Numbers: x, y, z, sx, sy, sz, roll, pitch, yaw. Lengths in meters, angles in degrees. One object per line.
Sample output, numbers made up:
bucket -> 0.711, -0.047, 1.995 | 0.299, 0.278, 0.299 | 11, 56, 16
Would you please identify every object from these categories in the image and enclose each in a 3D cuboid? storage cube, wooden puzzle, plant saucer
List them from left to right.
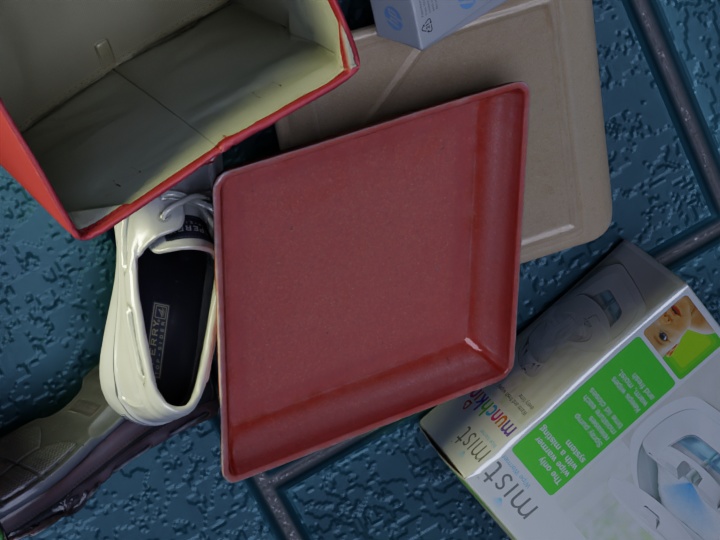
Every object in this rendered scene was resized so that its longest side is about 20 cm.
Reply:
storage cube -> -0.134, -0.152, 1.035 | 0.170, 0.180, 0.201 | -33, 117, -12
plant saucer -> 0.000, 0.000, 1.151 | 0.199, 0.037, 0.201 | -19, 127, -27
wooden puzzle -> 0.049, -0.072, 1.191 | 0.199, 0.037, 0.186 | -21, 127, -13

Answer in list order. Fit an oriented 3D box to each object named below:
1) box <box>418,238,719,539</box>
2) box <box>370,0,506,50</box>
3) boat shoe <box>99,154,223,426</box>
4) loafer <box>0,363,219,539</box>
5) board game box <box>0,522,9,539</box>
box -> 0.167, 0.118, 1.271 | 0.176, 0.097, 0.200 | -41, 114, -2
box -> 0.078, -0.230, 1.107 | 0.200, 0.041, 0.157 | -34, 127, -29
boat shoe -> -0.099, -0.016, 1.136 | 0.073, 0.065, 0.201 | 2, 84, -29
loafer -> -0.158, 0.110, 1.169 | 0.200, 0.072, 0.063 | -39, 120, -23
board game box -> -0.282, 0.130, 1.008 | 0.199, 0.029, 0.135 | -22, 113, -7
